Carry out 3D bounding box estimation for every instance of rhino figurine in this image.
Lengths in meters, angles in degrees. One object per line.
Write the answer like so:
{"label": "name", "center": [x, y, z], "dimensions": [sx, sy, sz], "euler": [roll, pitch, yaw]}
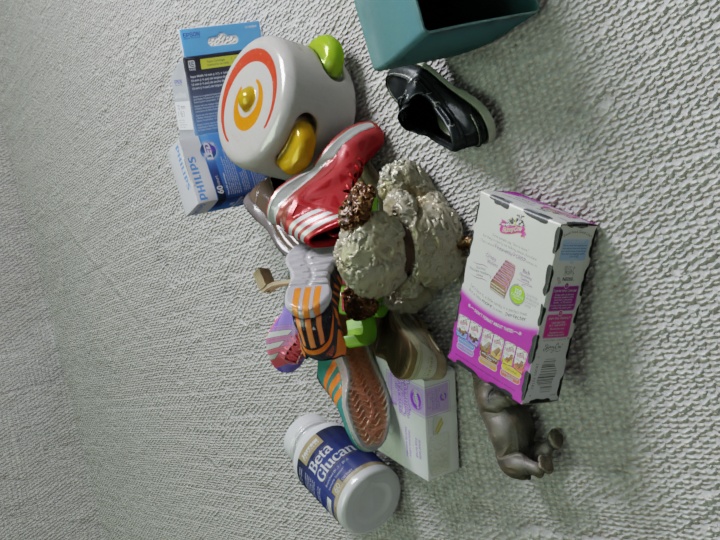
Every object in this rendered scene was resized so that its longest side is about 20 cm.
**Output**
{"label": "rhino figurine", "center": [0.171, 0.156, 1.268], "dimensions": [0.087, 0.059, 0.203], "euler": [-46, 61, 52]}

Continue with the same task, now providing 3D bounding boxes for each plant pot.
{"label": "plant pot", "center": [0.075, -0.302, 1.173], "dimensions": [0.200, 0.139, 0.144], "euler": [151, 103, -68]}

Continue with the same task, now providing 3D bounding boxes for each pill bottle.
{"label": "pill bottle", "center": [-0.035, 0.302, 1.623], "dimensions": [0.199, 0.110, 0.113], "euler": [34, 130, 49]}

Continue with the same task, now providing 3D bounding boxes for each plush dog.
{"label": "plush dog", "center": [0.045, -0.023, 1.295], "dimensions": [0.160, 0.169, 0.204], "euler": [20, 118, 54]}

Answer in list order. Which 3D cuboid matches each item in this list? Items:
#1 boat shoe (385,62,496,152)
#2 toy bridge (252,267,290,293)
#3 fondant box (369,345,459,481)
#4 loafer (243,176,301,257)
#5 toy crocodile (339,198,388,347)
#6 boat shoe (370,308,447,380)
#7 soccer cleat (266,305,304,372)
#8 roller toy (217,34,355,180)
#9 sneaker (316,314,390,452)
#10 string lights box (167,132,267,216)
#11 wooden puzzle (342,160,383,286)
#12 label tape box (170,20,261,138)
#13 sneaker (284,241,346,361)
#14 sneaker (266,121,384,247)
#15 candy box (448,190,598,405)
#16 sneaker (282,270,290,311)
{"label": "boat shoe", "center": [0.077, -0.191, 1.265], "dimensions": [0.199, 0.066, 0.075], "euler": [43, 157, 40]}
{"label": "toy bridge", "center": [-0.077, -0.025, 1.555], "dimensions": [0.199, 0.027, 0.068], "euler": [-40, 62, 26]}
{"label": "fondant box", "center": [0.055, 0.184, 1.476], "dimensions": [0.199, 0.057, 0.147], "euler": [20, 118, 54]}
{"label": "loafer", "center": [-0.091, -0.069, 1.470], "dimensions": [0.200, 0.072, 0.072], "euler": [43, 111, 31]}
{"label": "toy crocodile", "center": [0.000, 0.000, 1.401], "dimensions": [0.067, 0.061, 0.204], "euler": [5, 92, 33]}
{"label": "boat shoe", "center": [0.062, 0.092, 1.413], "dimensions": [0.200, 0.064, 0.073], "euler": [-126, 51, -66]}
{"label": "soccer cleat", "center": [-0.085, 0.088, 1.464], "dimensions": [0.202, 0.065, 0.077], "euler": [112, 150, -43]}
{"label": "roller toy", "center": [-0.108, -0.219, 1.458], "dimensions": [0.181, 0.138, 0.204], "euler": [-9, 75, 50]}
{"label": "sneaker", "center": [-0.014, 0.159, 1.466], "dimensions": [0.080, 0.070, 0.203], "euler": [-48, 51, 54]}
{"label": "string lights box", "center": [-0.177, -0.155, 1.588], "dimensions": [0.059, 0.197, 0.105], "euler": [-31, 76, 58]}
{"label": "wooden puzzle", "center": [-0.033, -0.074, 1.495], "dimensions": [0.200, 0.037, 0.186], "euler": [-47, 59, 28]}
{"label": "label tape box", "center": [-0.217, -0.278, 1.659], "dimensions": [0.066, 0.141, 0.204], "euler": [8, 109, 57]}
{"label": "sneaker", "center": [-0.054, 0.042, 1.342], "dimensions": [0.201, 0.076, 0.114], "euler": [-75, -22, -58]}
{"label": "sneaker", "center": [-0.016, -0.100, 1.378], "dimensions": [0.115, 0.200, 0.079], "euler": [39, 162, 26]}
{"label": "candy box", "center": [0.175, 0.027, 1.171], "dimensions": [0.136, 0.060, 0.204], "euler": [31, 116, 51]}
{"label": "sneaker", "center": [-0.065, 0.047, 1.622], "dimensions": [0.076, 0.103, 0.203], "euler": [108, 166, -46]}
